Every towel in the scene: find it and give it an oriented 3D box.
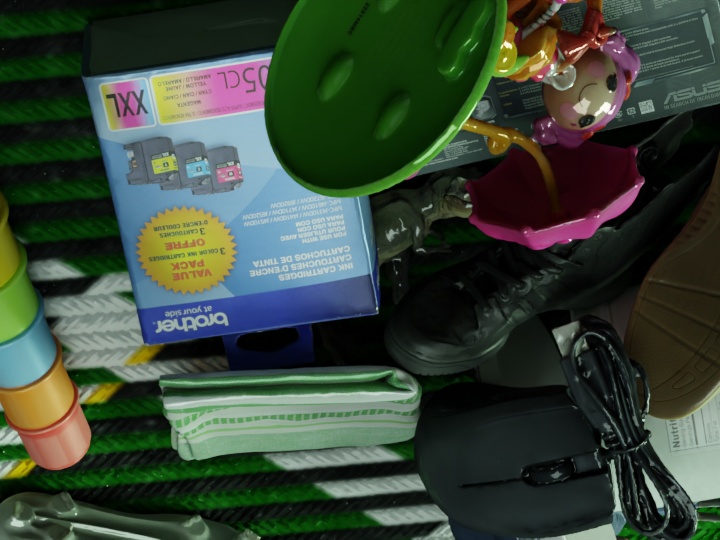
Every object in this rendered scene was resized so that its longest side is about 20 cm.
[{"bbox_3d":[-0.039,0.084,1.578,0.152,0.024,0.200,-4,167,-1],"label":"towel"}]

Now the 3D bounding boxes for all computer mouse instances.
[{"bbox_3d":[0.089,0.104,1.535,0.200,0.053,0.139,-13,105,53],"label":"computer mouse"}]

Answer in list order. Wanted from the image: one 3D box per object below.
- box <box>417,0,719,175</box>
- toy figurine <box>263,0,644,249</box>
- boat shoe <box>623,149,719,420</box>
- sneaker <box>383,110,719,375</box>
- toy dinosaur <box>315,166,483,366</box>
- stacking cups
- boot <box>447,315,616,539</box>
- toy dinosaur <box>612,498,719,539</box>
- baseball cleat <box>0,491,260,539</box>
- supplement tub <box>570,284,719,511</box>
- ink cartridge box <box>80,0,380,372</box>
[{"bbox_3d":[0.089,-0.141,1.437,0.199,0.051,0.158,-14,131,10],"label":"box"},{"bbox_3d":[0.079,-0.094,1.380,0.184,0.150,0.201,30,94,-43],"label":"toy figurine"},{"bbox_3d":[0.209,-0.009,1.501,0.071,0.064,0.201,29,96,18],"label":"boat shoe"},{"bbox_3d":[0.105,-0.016,1.506,0.199,0.060,0.104,-21,150,-26],"label":"sneaker"},{"bbox_3d":[0.000,0.000,1.564,0.199,0.048,0.088,-19,116,14],"label":"toy dinosaur"},{"bbox_3d":[-0.203,0.035,1.581,0.060,0.061,0.200,-11,137,6],"label":"stacking cups"},{"bbox_3d":[0.083,0.114,1.639,0.090,0.073,0.201,-8,107,36],"label":"boot"},{"bbox_3d":[0.138,0.159,1.693,0.199,0.105,0.182,14,112,-2],"label":"toy dinosaur"},{"bbox_3d":[-0.144,0.195,1.725,0.199,0.070,0.107,19,136,-8],"label":"baseball cleat"},{"bbox_3d":[0.229,0.062,1.578,0.199,0.132,0.132,-10,132,6],"label":"supplement tub"},{"bbox_3d":[-0.064,-0.042,1.475,0.136,0.076,0.201,-9,121,4],"label":"ink cartridge box"}]
